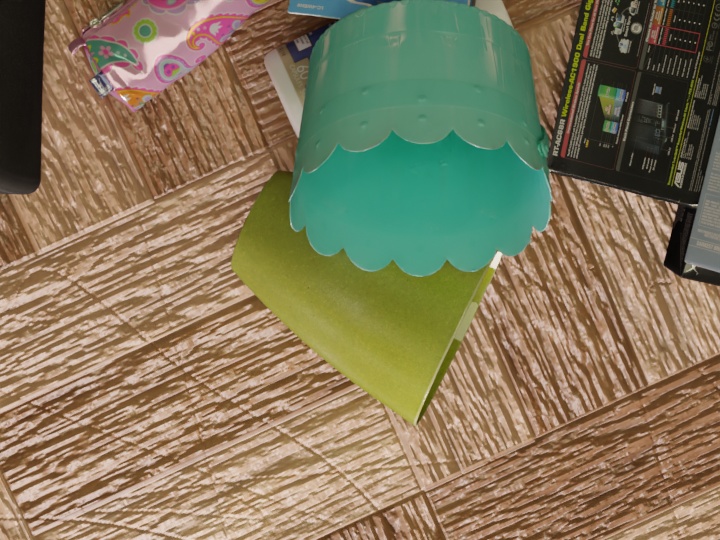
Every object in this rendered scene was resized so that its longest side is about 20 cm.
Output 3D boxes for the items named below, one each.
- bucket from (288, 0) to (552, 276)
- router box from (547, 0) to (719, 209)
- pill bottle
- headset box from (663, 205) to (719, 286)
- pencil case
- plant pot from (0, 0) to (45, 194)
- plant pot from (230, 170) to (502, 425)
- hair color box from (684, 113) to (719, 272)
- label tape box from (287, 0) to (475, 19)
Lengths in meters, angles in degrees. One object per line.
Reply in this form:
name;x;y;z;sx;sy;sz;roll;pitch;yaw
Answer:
bucket;0.046;-0.100;1.504;0.205;0.208;0.136;4;60;-5
router box;0.250;-0.162;1.650;0.149;0.062;0.202;17;99;31
pill bottle;0.029;-0.170;1.645;0.199;0.111;0.112;-25;100;0
headset box;0.380;-0.048;1.707;0.198;0.075;0.150;12;98;-5
pencil case;-0.143;-0.219;1.639;0.200;0.087;0.088;-38;99;4
plant pot;-0.363;-0.156;1.587;0.198;0.177;0.201;3;98;-3
plant pot;0.000;0.000;1.650;0.199;0.187;0.188;27;96;6
hair color box;0.334;-0.094;1.605;0.060;0.099;0.202;18;98;38
label tape box;0.026;-0.254;1.589;0.142;0.066;0.201;8;57;4
